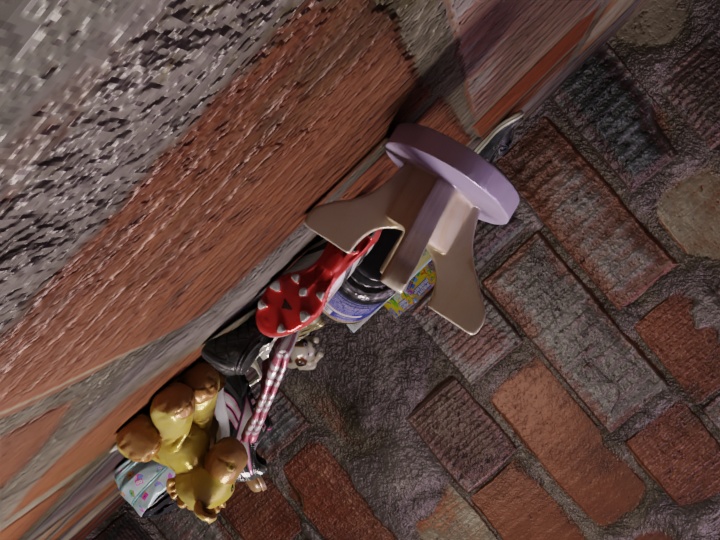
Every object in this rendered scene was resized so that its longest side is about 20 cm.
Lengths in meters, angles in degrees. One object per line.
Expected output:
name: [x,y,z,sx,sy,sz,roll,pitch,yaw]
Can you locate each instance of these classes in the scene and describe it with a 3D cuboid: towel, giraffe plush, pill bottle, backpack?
towel: [-0.113,0.118,0.952,0.148,0.029,0.202,-77,-171,-51]
giraffe plush: [-0.220,0.241,0.930,0.200,0.163,0.172,-44,177,28]
pill bottle: [0.000,0.000,0.984,0.111,0.112,0.200,-41,178,-22]
backpack: [-0.355,0.362,1.324,0.199,0.126,0.168,-40,166,-29]

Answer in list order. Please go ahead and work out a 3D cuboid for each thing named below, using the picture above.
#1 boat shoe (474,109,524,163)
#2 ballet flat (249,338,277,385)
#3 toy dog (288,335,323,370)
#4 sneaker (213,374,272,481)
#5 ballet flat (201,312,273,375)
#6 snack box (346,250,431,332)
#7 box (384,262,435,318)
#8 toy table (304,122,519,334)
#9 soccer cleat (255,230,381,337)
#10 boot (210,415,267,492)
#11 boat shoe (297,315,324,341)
boat shoe: [0.348,-0.323,1.758,0.074,0.063,0.200,-38,174,-38]
ballet flat: [-0.181,0.150,1.216,0.200,0.072,0.072,-44,177,14]
toy dog: [-0.244,0.323,2.831,0.188,0.144,0.200,-3,168,-14]
sneaker: [-0.171,0.211,1.044,0.084,0.206,0.080,-1,-177,-4]
ballet flat: [-0.135,0.068,0.893,0.200,0.056,0.068,-53,167,-69]
snack box: [0.024,-0.010,1.164,0.199,0.117,0.037,-42,178,3]
box: [0.109,0.012,2.104,0.122,0.194,0.200,-40,178,-23]
toy table: [0.053,-0.042,0.623,0.119,0.182,0.200,-58,168,2]
soccer cleat: [-0.045,0.002,0.836,0.201,0.069,0.085,-48,173,9]
boot: [-0.222,0.275,1.100,0.075,0.200,0.074,-37,163,-22]
boat shoe: [-0.143,0.145,1.786,0.073,0.063,0.201,-40,176,-34]
